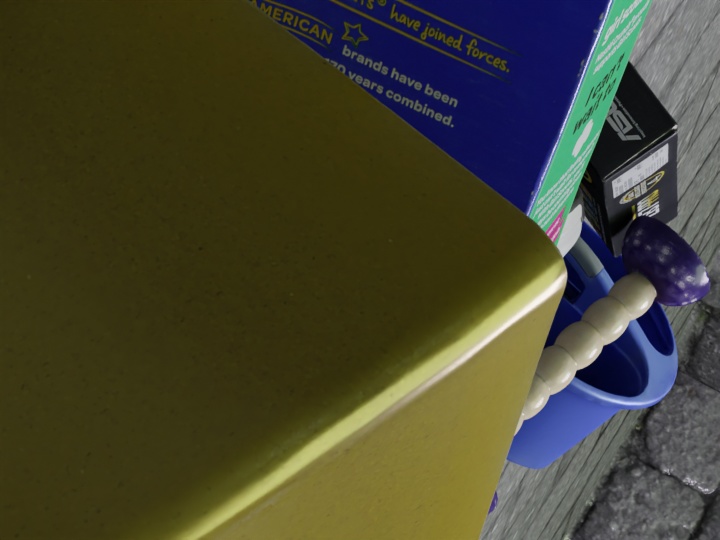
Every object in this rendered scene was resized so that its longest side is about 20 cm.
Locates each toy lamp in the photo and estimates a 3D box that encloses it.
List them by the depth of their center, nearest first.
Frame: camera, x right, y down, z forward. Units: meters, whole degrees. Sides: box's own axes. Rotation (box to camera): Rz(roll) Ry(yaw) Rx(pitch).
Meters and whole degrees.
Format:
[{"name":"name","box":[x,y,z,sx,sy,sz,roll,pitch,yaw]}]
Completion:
[{"name":"toy lamp","box":[0.082,0.056,1.072,0.200,0.058,0.058,-43,163,-15]}]

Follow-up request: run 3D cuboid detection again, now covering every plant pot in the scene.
[{"name":"plant pot","box":[-0.088,0.044,0.629,0.176,0.200,0.201,-39,158,-32]}]

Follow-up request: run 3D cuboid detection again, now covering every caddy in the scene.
[{"name":"caddy","box":[0.089,0.011,1.275,0.105,0.200,0.141,-49,176,35]}]

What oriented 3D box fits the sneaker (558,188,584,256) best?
[{"name":"sneaker","box":[0.024,0.047,0.943,0.200,0.075,0.116,-35,122,-26]}]

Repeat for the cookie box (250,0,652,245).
[{"name":"cookie box","box":[-0.008,-0.061,0.744,0.075,0.170,0.201,-50,164,-51]}]

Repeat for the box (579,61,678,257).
[{"name":"box","box":[0.094,-0.098,1.104,0.049,0.162,0.200,-33,168,2]}]
